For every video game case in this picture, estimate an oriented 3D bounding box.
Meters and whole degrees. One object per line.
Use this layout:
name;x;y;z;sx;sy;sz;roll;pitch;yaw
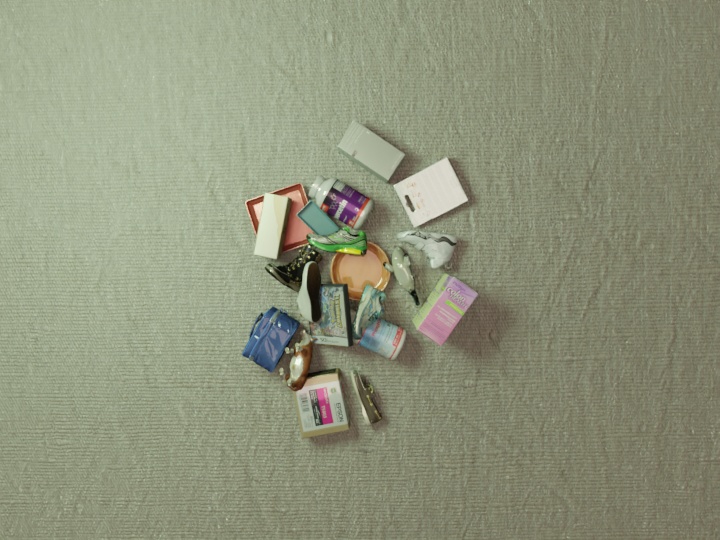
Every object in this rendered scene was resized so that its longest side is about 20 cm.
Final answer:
video game case;-0.104;0.143;1.739;0.180;0.025;0.201;-2;95;43

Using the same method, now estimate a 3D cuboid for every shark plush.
shark plush;0.161;0.016;1.757;0.091;0.083;0.200;-34;91;19

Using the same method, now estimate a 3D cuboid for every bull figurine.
bull figurine;-0.198;0.287;1.721;0.065;0.121;0.201;2;76;27

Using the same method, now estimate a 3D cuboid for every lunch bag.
lunch bag;-0.294;0.212;1.746;0.132;0.136;0.201;29;94;-1

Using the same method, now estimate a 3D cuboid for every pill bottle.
pill bottle;-0.064;-0.223;1.727;0.199;0.112;0.113;30;94;-1
pill bottle;0.042;0.206;1.756;0.199;0.109;0.109;25;94;-2

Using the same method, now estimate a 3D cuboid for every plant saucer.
plant saucer;0.000;0.000;1.779;0.199;0.037;0.201;0;93;1
plant saucer;-0.256;-0.165;1.771;0.199;0.037;0.200;-18;94;3
plant saucer;-0.118;-0.140;1.744;0.070;0.019;0.200;-43;116;3

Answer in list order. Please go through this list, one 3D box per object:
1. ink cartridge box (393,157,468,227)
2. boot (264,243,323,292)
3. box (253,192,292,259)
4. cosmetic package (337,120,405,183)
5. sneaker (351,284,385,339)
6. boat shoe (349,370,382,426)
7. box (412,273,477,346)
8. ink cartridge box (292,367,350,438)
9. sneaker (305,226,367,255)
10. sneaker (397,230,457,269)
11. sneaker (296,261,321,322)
ink cartridge box;0.232;-0.255;1.762;0.199;0.050;0.163;-27;94;11
boot;-0.209;-0.021;1.714;0.073;0.200;0.151;36;88;34
box;-0.280;-0.141;1.710;0.077;0.095;0.201;11;95;-1
cosmetic package;0.036;-0.380;1.729;0.200;0.090;0.107;32;91;2
sneaker;0.031;0.133;1.687;0.086;0.078;0.201;18;55;1
boat shoe;0.018;0.420;1.791;0.059;0.072;0.201;-19;97;-4
box;0.266;0.121;1.714;0.096;0.176;0.200;34;93;-1
ink cartridge box;-0.133;0.443;1.791;0.164;0.075;0.201;-12;93;2
sneaker;-0.076;-0.102;1.718;0.199;0.078;0.086;5;101;-7
sneaker;0.215;-0.068;1.752;0.199;0.075;0.115;7;91;-3
sneaker;-0.177;0.066;1.727;0.084;0.073;0.201;13;107;40
